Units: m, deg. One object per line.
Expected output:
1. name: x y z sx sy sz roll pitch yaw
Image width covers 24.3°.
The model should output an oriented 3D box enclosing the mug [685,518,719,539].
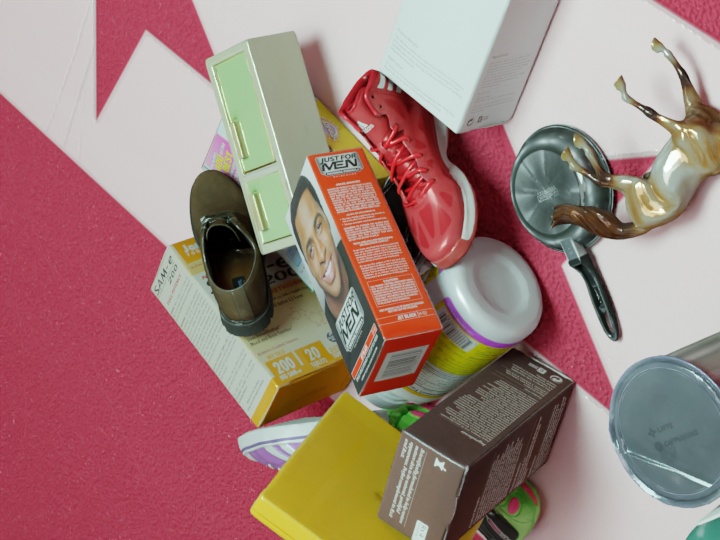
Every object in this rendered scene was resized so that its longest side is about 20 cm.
1. mug: 0.342 0.256 1.334 0.152 0.184 0.115 -120 31 -66

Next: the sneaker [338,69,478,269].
1. sneaker: 0.031 -0.096 1.498 0.078 0.115 0.201 -43 45 30

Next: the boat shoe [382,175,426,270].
1. boat shoe: 0.020 -0.024 1.618 0.074 0.068 0.200 46 130 26

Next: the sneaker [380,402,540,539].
1. sneaker: 0.083 0.200 1.620 0.200 0.077 0.084 41 124 31

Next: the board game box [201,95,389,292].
1. board game box: -0.069 -0.101 1.706 0.200 0.040 0.153 48 132 25

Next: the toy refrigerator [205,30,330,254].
1. toy refrigerator: -0.083 -0.123 1.629 0.076 0.070 0.201 -14 92 50

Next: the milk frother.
1. milk frother: 0.294 0.050 1.272 0.180 0.188 0.201 -31 80 45

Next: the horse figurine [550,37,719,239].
1. horse figurine: 0.243 -0.091 1.372 0.132 0.050 0.200 42 123 7

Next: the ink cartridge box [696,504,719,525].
1. ink cartridge box: 0.353 0.167 1.239 0.116 0.199 0.068 -37 76 46

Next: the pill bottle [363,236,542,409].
1. pill bottle: 0.073 0.057 1.564 0.200 0.104 0.105 -40 74 45

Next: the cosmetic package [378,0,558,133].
1. cosmetic package: 0.104 -0.235 1.458 0.113 0.081 0.201 43 129 27

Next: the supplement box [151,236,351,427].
1. supplement box: -0.106 0.049 1.727 0.200 0.126 0.074 49 137 22

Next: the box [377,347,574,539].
1. box: 0.105 0.158 1.487 0.075 0.200 0.101 28 122 22

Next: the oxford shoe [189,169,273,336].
1. oxford shoe: -0.132 -0.037 1.671 0.085 0.072 0.201 75 175 -51

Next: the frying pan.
1. frying pan: 0.176 -0.035 1.487 0.115 0.031 0.191 10 107 45

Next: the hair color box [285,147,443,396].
1. hair color box: 0.000 0.000 1.506 0.102 0.061 0.201 113 141 -52

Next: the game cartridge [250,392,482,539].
1. game cartridge: 0.013 0.211 1.482 0.176 0.200 0.032 36 122 4

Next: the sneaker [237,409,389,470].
1. sneaker: -0.045 0.203 1.651 0.200 0.072 0.115 -10 90 48
